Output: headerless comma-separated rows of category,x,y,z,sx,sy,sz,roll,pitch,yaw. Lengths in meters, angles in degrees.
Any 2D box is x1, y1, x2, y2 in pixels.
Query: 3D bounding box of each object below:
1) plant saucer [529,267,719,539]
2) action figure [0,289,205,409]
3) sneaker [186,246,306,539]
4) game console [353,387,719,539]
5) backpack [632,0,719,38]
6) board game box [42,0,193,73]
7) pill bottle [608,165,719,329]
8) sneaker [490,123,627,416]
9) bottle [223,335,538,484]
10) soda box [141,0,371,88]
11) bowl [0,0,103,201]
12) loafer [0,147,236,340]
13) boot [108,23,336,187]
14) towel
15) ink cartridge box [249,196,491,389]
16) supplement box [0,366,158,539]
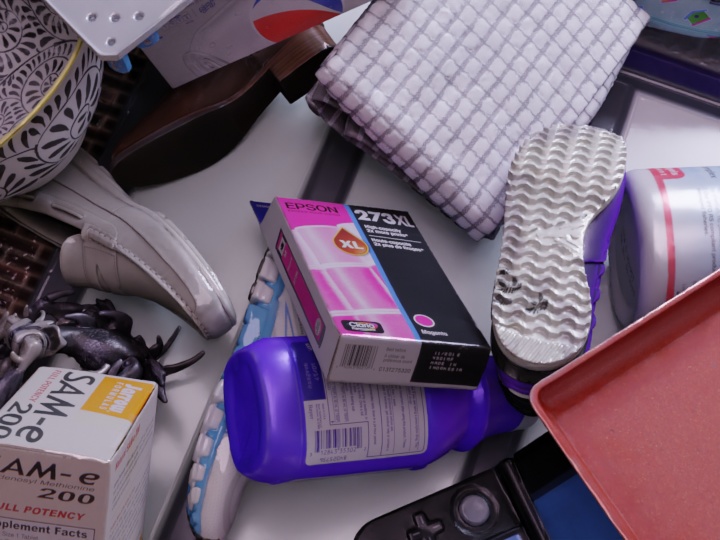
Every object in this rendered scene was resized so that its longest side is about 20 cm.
plant saucer,0.218,0.107,0.745,0.199,0.037,0.201,-29,74,-21
action figure,-0.197,0.066,0.824,0.198,0.103,0.119,7,29,-39
sneaker,-0.047,0.079,0.839,0.086,0.075,0.202,19,69,0
game console,0.115,0.196,0.769,0.174,0.117,0.202,-19,69,-18
backpack,0.232,-0.243,0.942,0.197,0.127,0.169,11,72,6
board game box,-0.128,-0.235,0.805,0.200,0.026,0.200,-41,66,-12
pill bottle,0.265,-0.013,0.862,0.197,0.109,0.110,-2,68,-3
sneaker,0.116,0.002,0.828,0.069,0.100,0.201,11,52,14
bottle,0.018,0.078,0.809,0.198,0.065,0.085,-2,77,-30
soda box,-0.050,-0.192,0.843,0.198,0.064,0.069,-21,51,14
bowl,-0.232,-0.109,0.850,0.198,0.094,0.203,-12,56,19
loafer,-0.157,-0.011,0.860,0.070,0.070,0.199,-43,56,-17
boot,-0.136,-0.176,0.944,0.185,0.064,0.201,-31,69,-12
towel,0.075,-0.138,0.900,0.165,0.085,0.201,39,75,-12
ink cartridge box,0.000,0.000,0.819,0.094,0.037,0.200,5,28,-22
supplement box,-0.162,0.168,0.724,0.072,0.126,0.203,7,102,0
